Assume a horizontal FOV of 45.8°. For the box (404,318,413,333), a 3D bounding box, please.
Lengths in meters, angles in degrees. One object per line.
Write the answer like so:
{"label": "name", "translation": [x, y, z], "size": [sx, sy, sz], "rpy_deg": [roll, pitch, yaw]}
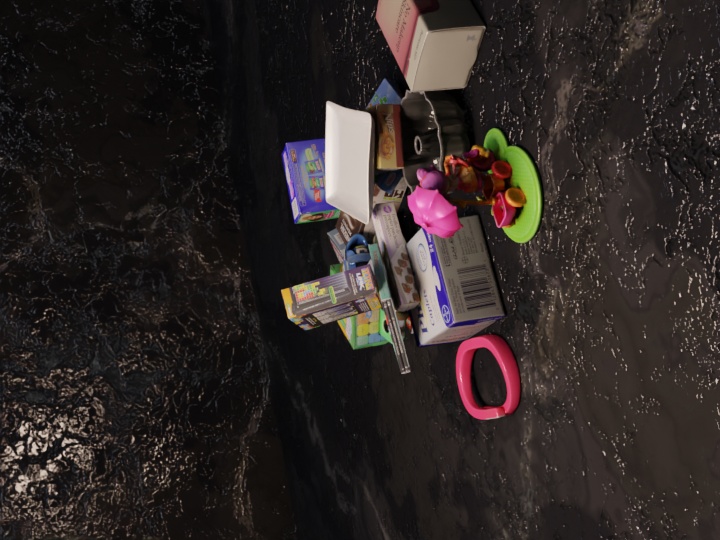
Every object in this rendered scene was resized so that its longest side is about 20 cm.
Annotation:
{"label": "box", "translation": [0.092, 0.021, 1.828], "size": [0.201, 0.039, 0.139], "rpy_deg": [-123, 31, -52]}

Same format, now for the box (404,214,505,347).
{"label": "box", "translation": [0.155, 0.025, 1.532], "size": [0.200, 0.103, 0.188], "rpy_deg": [129, 130, -67]}

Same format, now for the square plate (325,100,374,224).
{"label": "square plate", "translation": [-0.018, -0.207, 1.607], "size": [0.200, 0.028, 0.202], "rpy_deg": [-147, 54, -59]}

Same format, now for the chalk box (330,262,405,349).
{"label": "chalk box", "translation": [0.021, 0.079, 1.811], "size": [0.201, 0.121, 0.127], "rpy_deg": [-125, 31, -54]}

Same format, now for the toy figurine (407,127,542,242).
{"label": "toy figurine", "translation": [0.158, -0.127, 1.323], "size": [0.151, 0.180, 0.203], "rpy_deg": [109, 148, -55]}

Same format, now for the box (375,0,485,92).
{"label": "box", "translation": [0.113, -0.420, 1.440], "size": [0.129, 0.107, 0.202], "rpy_deg": [105, 151, -51]}

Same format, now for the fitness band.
{"label": "fitness band", "translation": [0.225, 0.189, 1.514], "size": [0.200, 0.037, 0.147], "rpy_deg": [149, 113, -70]}

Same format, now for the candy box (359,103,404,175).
{"label": "candy box", "translation": [0.014, -0.242, 1.632], "size": [0.199, 0.054, 0.118], "rpy_deg": [178, 88, -66]}

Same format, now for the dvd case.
{"label": "dvd case", "translation": [0.053, 0.070, 1.560], "size": [0.147, 0.022, 0.202], "rpy_deg": [-102, -2, -48]}

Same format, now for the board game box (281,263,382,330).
{"label": "board game box", "translation": [-0.047, 0.051, 1.552], "size": [0.200, 0.162, 0.058], "rpy_deg": [68, -176, -80]}

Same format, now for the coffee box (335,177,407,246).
{"label": "coffee box", "translation": [0.023, -0.145, 1.827], "size": [0.114, 0.078, 0.203], "rpy_deg": [59, 138, 48]}

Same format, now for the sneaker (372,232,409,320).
{"label": "sneaker", "translation": [0.067, -0.008, 1.722], "size": [0.090, 0.066, 0.204], "rpy_deg": [112, 149, -62]}

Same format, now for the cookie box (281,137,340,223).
{"label": "cookie box", "translation": [-0.066, -0.211, 1.950], "size": [0.075, 0.196, 0.175], "rpy_deg": [139, 120, -70]}

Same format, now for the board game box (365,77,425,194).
{"label": "board game box", "translation": [0.055, -0.272, 1.703], "size": [0.152, 0.036, 0.201], "rpy_deg": [-56, 37, 22]}

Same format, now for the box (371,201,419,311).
{"label": "box", "translation": [0.063, -0.026, 1.566], "size": [0.042, 0.038, 0.204], "rpy_deg": [124, 135, -64]}

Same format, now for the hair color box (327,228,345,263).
{"label": "hair color box", "translation": [-0.005, 0.000, 1.984], "size": [0.099, 0.060, 0.202], "rpy_deg": [53, 169, 56]}

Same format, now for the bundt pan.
{"label": "bundt pan", "translation": [0.134, -0.228, 1.518], "size": [0.201, 0.074, 0.206], "rpy_deg": [170, 90, -72]}

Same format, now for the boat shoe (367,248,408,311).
{"label": "boat shoe", "translation": [0.093, 0.044, 1.664], "size": [0.200, 0.071, 0.069], "rpy_deg": [46, 130, 0]}

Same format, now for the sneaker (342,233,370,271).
{"label": "sneaker", "translation": [0.000, 0.000, 1.726], "size": [0.201, 0.072, 0.084], "rpy_deg": [-110, 24, -56]}
